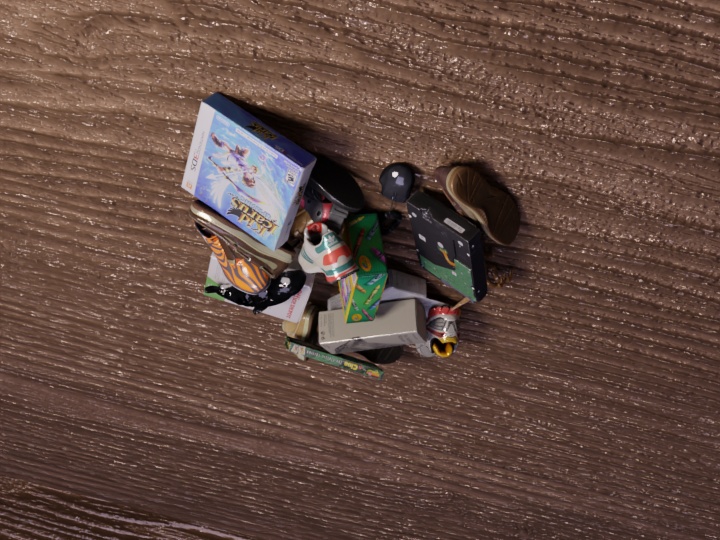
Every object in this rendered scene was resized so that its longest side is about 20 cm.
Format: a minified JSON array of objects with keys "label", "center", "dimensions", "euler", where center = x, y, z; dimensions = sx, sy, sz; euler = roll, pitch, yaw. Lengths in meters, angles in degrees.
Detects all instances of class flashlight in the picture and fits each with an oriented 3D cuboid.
[{"label":"flashlight","center":[-0.117,-0.124,1.571],"dimensions":[0.198,0.068,0.068],"euler":[20,111,-7]}]

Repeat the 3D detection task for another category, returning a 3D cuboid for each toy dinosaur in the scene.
[{"label":"toy dinosaur","center":[0.219,0.007,1.688],"dimensions":[0.106,0.061,0.201],"euler":[21,143,26]}]

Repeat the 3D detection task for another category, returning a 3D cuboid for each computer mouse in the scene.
[{"label":"computer mouse","center":[0.052,-0.113,1.576],"dimensions":[0.058,0.034,0.201],"euler":[13,148,0]}]

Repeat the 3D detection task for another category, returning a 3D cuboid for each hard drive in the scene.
[{"label":"hard drive","center":[0.150,-0.038,1.585],"dimensions":[0.139,0.038,0.201],"euler":[36,160,30]}]

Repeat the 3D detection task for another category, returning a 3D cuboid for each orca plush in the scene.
[{"label":"orca plush","center":[-0.196,0.044,1.713],"dimensions":[0.198,0.072,0.106],"euler":[1,139,14]}]

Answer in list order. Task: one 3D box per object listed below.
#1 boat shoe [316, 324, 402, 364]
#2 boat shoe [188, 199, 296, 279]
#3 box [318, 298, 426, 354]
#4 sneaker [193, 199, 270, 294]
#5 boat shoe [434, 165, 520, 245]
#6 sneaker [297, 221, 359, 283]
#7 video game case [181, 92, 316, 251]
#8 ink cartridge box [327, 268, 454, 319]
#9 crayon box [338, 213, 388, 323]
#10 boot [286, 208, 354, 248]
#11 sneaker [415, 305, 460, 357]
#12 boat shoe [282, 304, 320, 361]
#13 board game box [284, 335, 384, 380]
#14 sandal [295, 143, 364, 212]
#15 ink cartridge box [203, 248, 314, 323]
[{"label":"boat shoe","center":[0.000,0.141,1.953],"dimensions":[0.199,0.072,0.068],"euler":[21,-170,-34]},{"label":"boat shoe","center":[-0.210,-0.045,1.584],"dimensions":[0.201,0.075,0.075],"euler":[29,103,-21]},{"label":"box","center":[0.023,0.109,1.792],"dimensions":[0.198,0.069,0.082],"euler":[-9,158,18]},{"label":"sneaker","center":[-0.240,-0.045,1.648],"dimensions":[0.200,0.077,0.112],"euler":[48,175,18]},{"label":"boat shoe","center":[0.188,-0.110,1.514],"dimensions":[0.200,0.073,0.072],"euler":[34,173,-41]},{"label":"sneaker","center":[-0.065,-0.042,1.568],"dimensions":[0.094,0.070,0.200],"euler":[69,165,-16]},{"label":"video game case","center":[-0.184,-0.155,1.487],"dimensions":[0.199,0.045,0.182],"euler":[34,134,10]},{"label":"ink cartridge box","center":[0.061,0.065,1.832],"dimensions":[0.173,0.044,0.199],"euler":[16,151,-37]},{"label":"crayon box","center":[0.000,0.000,1.661],"dimensions":[0.058,0.120,0.200],"euler":[-5,154,-10]},{"label":"boot","center":[-0.100,-0.068,1.662],"dimensions":[0.198,0.076,0.074],"euler":[-12,135,28]},{"label":"sneaker","center":[0.149,0.138,1.850],"dimensions":[0.077,0.083,0.200],"euler":[1,158,-7]},{"label":"boat shoe","center":[-0.133,0.127,1.979],"dimensions":[0.076,0.072,0.201],"euler":[27,146,8]},{"label":"board game box","center":[-0.055,0.177,1.885],"dimensions":[0.198,0.024,0.105],"euler":[19,177,-9]},{"label":"sandal","center":[-0.083,-0.156,1.528],"dimensions":[0.199,0.076,0.048],"euler":[31,138,-9]},{"label":"ink cartridge box","center":[-0.193,0.009,1.800],"dimensions":[0.198,0.085,0.146],"euler":[17,145,-6]}]
